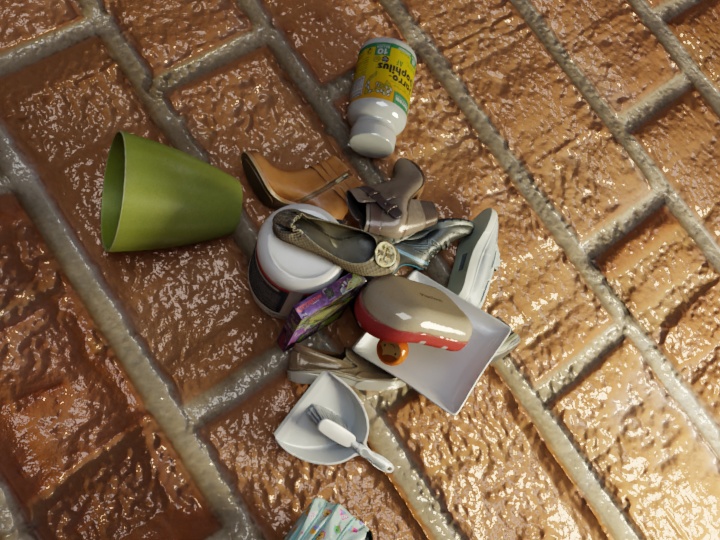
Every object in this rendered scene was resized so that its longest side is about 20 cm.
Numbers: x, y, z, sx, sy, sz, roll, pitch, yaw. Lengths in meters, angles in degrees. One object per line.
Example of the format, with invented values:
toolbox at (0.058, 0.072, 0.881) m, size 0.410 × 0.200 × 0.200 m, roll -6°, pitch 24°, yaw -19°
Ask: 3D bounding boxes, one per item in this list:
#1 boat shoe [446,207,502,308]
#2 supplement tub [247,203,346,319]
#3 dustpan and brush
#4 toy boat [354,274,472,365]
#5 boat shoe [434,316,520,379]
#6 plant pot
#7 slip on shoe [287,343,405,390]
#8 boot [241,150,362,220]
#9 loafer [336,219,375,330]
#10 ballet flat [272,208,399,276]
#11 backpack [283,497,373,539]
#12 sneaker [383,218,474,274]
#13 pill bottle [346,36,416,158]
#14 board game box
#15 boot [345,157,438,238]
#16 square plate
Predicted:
boat shoe at (0.216, -0.017, 1.385) m, size 0.071 × 0.070 × 0.202 m, roll 33°, pitch 64°, yaw -23°
supplement tub at (-0.105, -0.007, 1.217) m, size 0.139 × 0.200 × 0.142 m, roll 5°, pitch 70°, yaw -13°
dustpan and brush at (-0.021, 0.266, 1.217) m, size 0.200 × 0.057 × 0.140 m, roll 39°, pitch 89°, yaw -33°
toy boat at (0.069, 0.092, 1.194) m, size 0.199 × 0.131 × 0.131 m, roll 17°, pitch 23°, yaw -42°
boat shoe at (0.183, 0.141, 1.321) m, size 0.199 × 0.075 × 0.074 m, roll -23°, pitch 69°, yaw -29°
plant pot at (-0.299, -0.114, 1.231) m, size 0.198 × 0.187 × 0.189 m, roll 5°, pitch 70°, yaw -29°
slip on shoe at (-0.020, 0.157, 1.252) m, size 0.198 × 0.076 × 0.061 m, roll 6°, pitch 92°, yaw -6°
boot at (-0.098, -0.161, 1.336) m, size 0.155 × 0.077 × 0.200 m, roll -42°, pitch 89°, yaw -21°
loafer at (0.000, 0.000, 1.281) m, size 0.072 × 0.073 × 0.202 m, roll -17°, pitch 73°, yaw -14°
ballet flat at (-0.033, -0.044, 1.114) m, size 0.198 × 0.046 × 0.068 m, roll 21°, pitch 68°, yaw -9°
backpack at (-0.067, 0.436, 1.107) m, size 0.126 × 0.167 × 0.200 m, roll 35°, pitch 61°, yaw 4°
sneaker at (0.114, -0.044, 1.368) m, size 0.198 × 0.073 × 0.083 m, roll -14°, pitch 92°, yaw -13°
pill bottle at (0.036, -0.315, 1.406) m, size 0.112 × 0.113 × 0.202 m, roll 15°, pitch 69°, yaw -9°
board game box at (-0.066, 0.066, 1.203) m, size 0.120 × 0.200 × 0.032 m, roll -35°, pitch 82°, yaw -23°
boot at (0.044, -0.132, 1.336) m, size 0.145 × 0.071 × 0.201 m, roll -4°, pitch 41°, yaw -21°
square plate at (0.119, 0.118, 1.268) m, size 0.199 × 0.029 × 0.198 m, roll 31°, pitch 58°, yaw 15°
